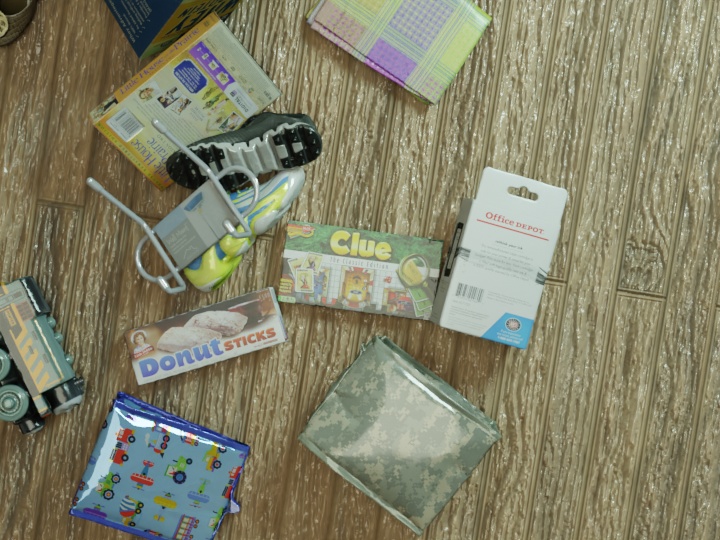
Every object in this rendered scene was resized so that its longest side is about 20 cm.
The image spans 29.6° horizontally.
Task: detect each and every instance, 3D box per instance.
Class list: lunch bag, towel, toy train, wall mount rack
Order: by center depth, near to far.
[{"bbox_3d":[-0.227,-0.077,1.647,0.200,0.075,0.174,-38,81,18],"label":"wall mount rack"},{"bbox_3d":[0.043,0.195,1.668,0.200,0.118,0.164,38,94,-2],"label":"lunch bag"},{"bbox_3d":[0.048,-0.316,1.705,0.200,0.023,0.144,34,92,2],"label":"towel"},{"bbox_3d":[-0.242,0.262,1.710,0.199,0.094,0.151,22,90,-6],"label":"lunch bag"},{"bbox_3d":[-0.430,0.103,1.719,0.114,0.085,0.201,-26,89,-6],"label":"toy train"}]

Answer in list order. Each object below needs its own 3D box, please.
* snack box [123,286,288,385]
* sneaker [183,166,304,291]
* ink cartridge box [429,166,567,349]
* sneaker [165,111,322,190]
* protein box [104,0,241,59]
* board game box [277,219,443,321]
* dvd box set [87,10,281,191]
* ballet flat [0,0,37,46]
[{"bbox_3d":[-0.196,0.083,1.723,0.199,0.024,0.072,-17,90,8],"label":"snack box"},{"bbox_3d":[-0.163,-0.074,1.697,0.105,0.076,0.200,42,94,3],"label":"sneaker"},{"bbox_3d":[0.169,-0.017,1.670,0.116,0.068,0.201,16,92,-9],"label":"ink cartridge box"},{"bbox_3d":[-0.142,-0.151,1.692,0.199,0.091,0.067,-13,118,8],"label":"sneaker"},{"bbox_3d":[-0.227,-0.396,1.613,0.135,0.200,0.199,-31,89,-33],"label":"protein box"},{"bbox_3d":[0.000,0.000,1.715,0.199,0.023,0.105,7,90,4],"label":"board game box"},{"bbox_3d":[-0.213,-0.204,1.675,0.200,0.146,0.029,-39,45,4],"label":"dvd box set"},{"bbox_3d":[-0.423,-0.374,1.722,0.067,0.046,0.200,35,93,3],"label":"ballet flat"}]
